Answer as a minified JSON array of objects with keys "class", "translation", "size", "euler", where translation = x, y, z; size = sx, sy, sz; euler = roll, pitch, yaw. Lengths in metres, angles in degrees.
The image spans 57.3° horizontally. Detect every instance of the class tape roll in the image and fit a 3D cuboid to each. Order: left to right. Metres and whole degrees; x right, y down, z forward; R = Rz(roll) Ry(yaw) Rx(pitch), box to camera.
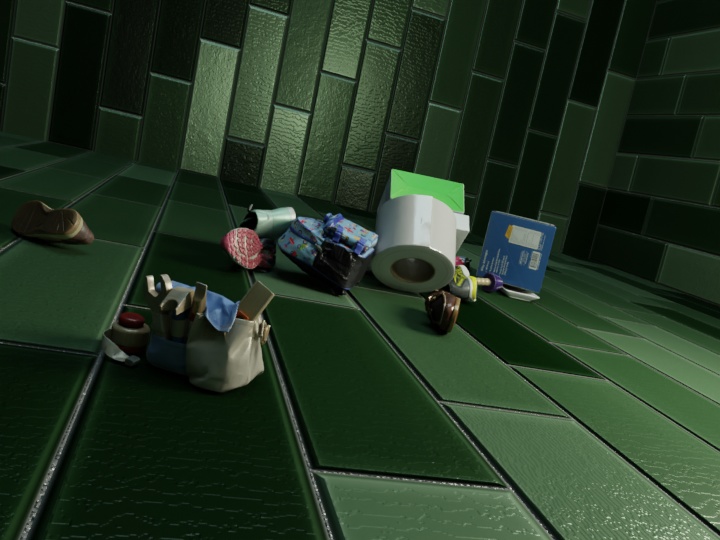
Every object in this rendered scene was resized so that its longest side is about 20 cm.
[{"class":"tape roll","translation":[0.127,-0.059,1.550],"size":[0.196,0.143,0.205],"euler":[6,-31,3]}]

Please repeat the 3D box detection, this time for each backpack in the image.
[{"class":"backpack","translation":[-0.075,-0.056,1.441],"size":[0.196,0.137,0.182],"euler":[29,12,7]}]

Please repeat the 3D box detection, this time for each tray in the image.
[{"class":"tray","translation":[0.458,0.058,1.982],"size":[0.104,0.023,0.200],"euler":[12,10,-5]}]

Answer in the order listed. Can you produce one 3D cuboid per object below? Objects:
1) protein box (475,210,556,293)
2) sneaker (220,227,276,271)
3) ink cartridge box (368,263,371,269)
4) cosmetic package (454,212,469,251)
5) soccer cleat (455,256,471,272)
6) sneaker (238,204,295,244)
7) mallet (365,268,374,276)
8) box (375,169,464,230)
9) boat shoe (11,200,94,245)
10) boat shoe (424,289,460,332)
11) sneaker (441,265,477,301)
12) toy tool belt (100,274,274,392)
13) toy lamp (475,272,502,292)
[{"class":"protein box","translation":[0.473,-0.061,2.007],"size":[0.194,0.205,0.135],"euler":[15,9,14]},{"class":"sneaker","translation":[-0.247,-0.038,1.404],"size":[0.072,0.084,0.200],"euler":[-1,-9,15]},{"class":"ink cartridge box","translation":[-0.011,-0.056,1.759],"size":[0.194,0.086,0.145],"euler":[12,2,-5]},{"class":"cosmetic package","translation":[0.176,-0.079,1.685],"size":[0.146,0.053,0.201],"euler":[10,-33,-9]},{"class":"soccer cleat","translation":[0.282,-0.006,2.016],"size":[0.084,0.072,0.199],"euler":[-1,1,22]},{"class":"sneaker","translation":[-0.242,-0.091,1.514],"size":[0.116,0.076,0.199],"euler":[-3,-21,-36]},{"class":"mallet","translation":[0.000,0.000,1.649],"size":[0.194,0.042,0.066],"euler":[14,7,-20]},{"class":"box","translation":[0.151,-0.156,1.711],"size":[0.194,0.099,0.178],"euler":[11,-33,-8]},{"class":"boat shoe","translation":[-0.580,-0.081,1.247],"size":[0.195,0.074,0.072],"euler":[6,-25,29]},{"class":"boat shoe","translation":[0.160,0.077,1.318],"size":[0.068,0.072,0.200],"euler":[20,1,4]},{"class":"sneaker","translation":[0.238,0.027,1.698],"size":[0.082,0.077,0.200],"euler":[5,8,-11]},{"class":"toy tool belt","translation":[-0.200,0.053,0.779],"size":[0.194,0.127,0.125],"euler":[14,9,10]},{"class":"toy lamp","translation":[0.327,0.032,1.855],"size":[0.196,0.060,0.058],"euler":[5,12,-38]}]
